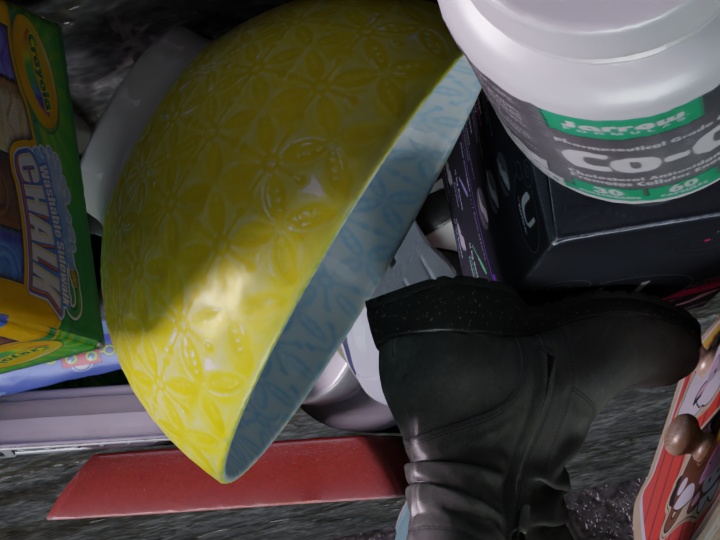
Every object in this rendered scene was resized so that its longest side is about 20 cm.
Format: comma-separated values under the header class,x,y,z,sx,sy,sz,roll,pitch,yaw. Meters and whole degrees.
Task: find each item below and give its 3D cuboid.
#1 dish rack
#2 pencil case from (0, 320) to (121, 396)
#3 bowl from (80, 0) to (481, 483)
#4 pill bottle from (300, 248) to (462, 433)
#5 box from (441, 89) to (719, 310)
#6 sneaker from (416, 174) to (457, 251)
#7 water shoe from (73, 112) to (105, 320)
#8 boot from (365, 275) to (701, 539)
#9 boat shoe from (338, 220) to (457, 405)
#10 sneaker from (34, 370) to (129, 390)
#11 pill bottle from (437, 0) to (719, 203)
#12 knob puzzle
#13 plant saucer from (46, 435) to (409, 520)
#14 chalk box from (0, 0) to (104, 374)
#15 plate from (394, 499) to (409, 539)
class,x,y,z,sx,sy,sz,roll,pitch,yaw
dish rack,-0.145,0.076,1.214,0.198,0.044,0.172,-3,174,-6
pencil case,-0.143,0.016,1.124,0.199,0.079,0.087,-11,-161,-4
bowl,-0.043,-0.031,0.859,0.107,0.201,0.200,30,170,7
pill bottle,0.019,0.037,1.283,0.111,0.112,0.200,-18,166,31
box,0.111,-0.045,0.998,0.121,0.107,0.200,-10,168,-8
sneaker,0.104,-0.019,1.185,0.199,0.081,0.074,0,167,-35
water shoe,-0.121,-0.013,0.996,0.071,0.079,0.200,-14,168,16
boot,0.079,0.077,0.964,0.199,0.132,0.067,5,162,-45
boat shoe,0.000,0.000,1.119,0.062,0.072,0.200,28,158,28
sneaker,-0.157,0.057,1.306,0.199,0.075,0.084,-15,172,19
pill bottle,0.082,-0.094,0.719,0.112,0.114,0.200,-13,168,9
knob puzzle,0.165,0.053,1.029,0.030,0.221,0.220,28,162,-4
plant saucer,-0.053,0.116,1.287,0.198,0.037,0.200,-5,174,13
chalk box,-0.171,-0.024,0.767,0.124,0.125,0.200,-15,164,20
plate,0.071,0.096,1.222,0.200,0.026,0.200,-47,165,-16
